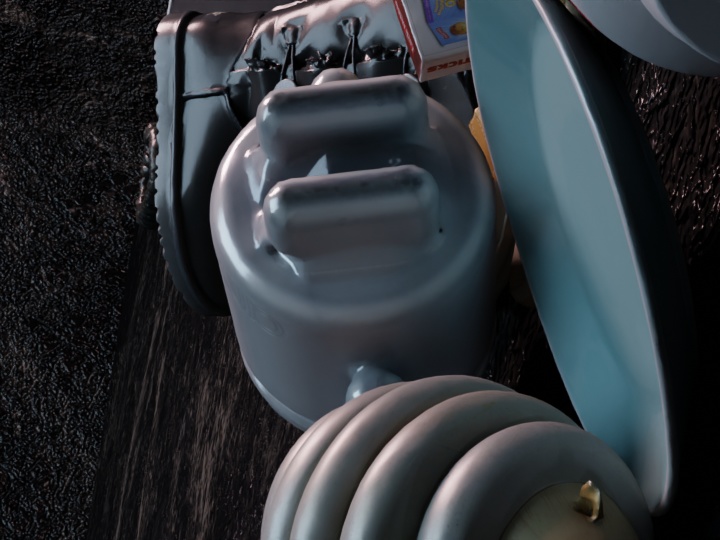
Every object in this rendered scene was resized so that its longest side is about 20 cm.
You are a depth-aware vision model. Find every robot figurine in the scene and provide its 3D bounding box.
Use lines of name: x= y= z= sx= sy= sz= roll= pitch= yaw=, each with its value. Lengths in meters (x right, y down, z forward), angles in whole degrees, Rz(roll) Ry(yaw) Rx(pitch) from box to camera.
robot figurine: x=0.000 y=0.000 z=0.808 sx=0.200 sy=0.112 sz=0.171 roll=83 pitch=-175 yaw=-60

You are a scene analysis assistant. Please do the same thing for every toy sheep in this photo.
toy sheep: x=0.023 y=0.100 z=0.660 sx=0.199 sy=0.137 sz=0.139 roll=9 pitch=86 yaw=52

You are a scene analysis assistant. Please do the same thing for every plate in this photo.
plate: x=0.077 y=-0.017 z=0.656 sx=0.200 sy=0.025 sz=0.202 roll=163 pitch=90 yaw=-86

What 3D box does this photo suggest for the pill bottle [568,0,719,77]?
pill bottle: x=0.100 y=-0.123 z=0.590 sx=0.200 sy=0.111 sz=0.113 roll=-108 pitch=32 yaw=-70

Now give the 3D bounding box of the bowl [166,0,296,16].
bowl: x=-0.003 y=-0.138 z=1.049 sx=0.074 sy=0.199 sz=0.201 roll=-16 pitch=-54 yaw=-52

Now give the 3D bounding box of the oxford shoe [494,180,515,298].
oxford shoe: x=0.030 y=0.015 z=0.953 sx=0.201 sy=0.057 sz=0.076 roll=111 pitch=164 yaw=-45

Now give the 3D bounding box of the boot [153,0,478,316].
boot: x=-0.009 y=-0.058 z=0.993 sx=0.066 sy=0.199 sz=0.166 roll=-21 pitch=-73 yaw=-58

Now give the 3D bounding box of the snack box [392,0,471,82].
snack box: x=0.033 y=-0.190 z=0.923 sx=0.024 sy=0.071 sz=0.202 roll=98 pitch=156 yaw=-71

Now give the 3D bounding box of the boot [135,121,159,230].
boot: x=-0.057 y=-0.076 z=1.237 sx=0.212 sy=0.156 sz=0.080 roll=118 pitch=162 yaw=-55

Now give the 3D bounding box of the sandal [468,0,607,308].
sandal: x=0.074 y=-0.074 z=0.827 sx=0.080 sy=0.054 sz=0.202 roll=121 pitch=159 yaw=-60
